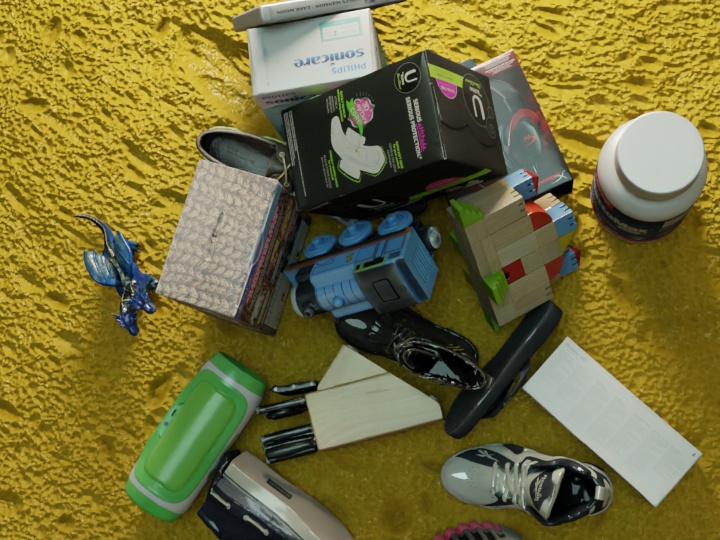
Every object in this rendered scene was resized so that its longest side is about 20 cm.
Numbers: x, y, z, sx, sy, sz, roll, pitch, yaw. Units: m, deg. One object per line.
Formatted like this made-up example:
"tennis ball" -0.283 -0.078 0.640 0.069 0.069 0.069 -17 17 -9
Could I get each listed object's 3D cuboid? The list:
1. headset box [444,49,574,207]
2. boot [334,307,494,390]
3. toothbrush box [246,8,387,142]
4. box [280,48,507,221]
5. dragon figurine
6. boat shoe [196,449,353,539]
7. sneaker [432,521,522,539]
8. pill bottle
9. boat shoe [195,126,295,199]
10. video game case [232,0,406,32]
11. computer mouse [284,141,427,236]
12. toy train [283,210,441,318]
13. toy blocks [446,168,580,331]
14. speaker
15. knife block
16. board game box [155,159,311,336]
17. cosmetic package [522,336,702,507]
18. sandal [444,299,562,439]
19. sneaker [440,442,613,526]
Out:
"headset box" 0.152 -0.161 1.292 0.148 0.075 0.201 -23 78 5
"boot" 0.057 0.084 1.207 0.199 0.174 0.070 17 93 6
"toothbrush box" -0.041 -0.224 1.268 0.146 0.200 0.086 -8 79 8
"box" 0.038 -0.144 1.185 0.199 0.148 0.125 -16 79 34
"dragon figurine" -0.306 -0.009 1.323 0.059 0.099 0.200 -31 77 2
"boat shoe" -0.102 0.308 1.262 0.200 0.075 0.093 38 106 11
"sneaker" 0.099 0.359 1.224 0.199 0.079 0.096 -19 100 6
"pill bottle" 0.325 -0.107 1.193 0.119 0.200 0.120 -2 80 8
"boat shoe" -0.106 -0.126 1.288 0.199 0.060 0.072 22 96 10
"video game case" -0.050 -0.314 1.267 0.181 0.200 0.023 -13 102 -13
"computer mouse" -0.020 -0.099 1.324 0.200 0.044 0.110 33 98 9
"toy train" 0.000 0.000 1.241 0.199 0.114 0.087 -16 121 28
"toy blocks" 0.188 -0.034 1.222 0.136 0.200 0.100 -28 35 -6
"speaker" -0.199 0.201 1.279 0.088 0.088 0.200 34 87 12
"knife block" -0.021 0.188 1.265 0.200 0.064 0.176 30 87 12
"board game box" -0.143 -0.020 1.249 0.096 0.200 0.160 16 83 11
"cosmetic package" 0.289 0.174 1.227 0.200 0.051 0.083 43 91 13
"sandal" 0.175 0.124 1.245 0.043 0.076 0.200 41 89 -10
"sneaker" 0.186 0.240 1.191 0.198 0.130 0.080 12 82 11
